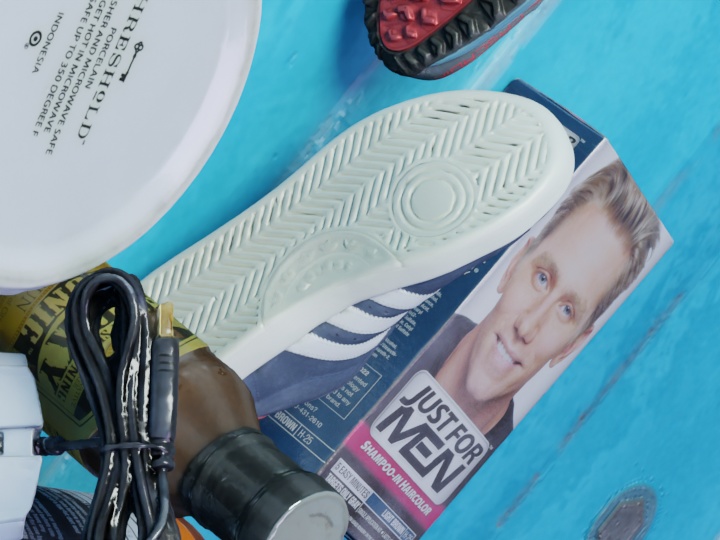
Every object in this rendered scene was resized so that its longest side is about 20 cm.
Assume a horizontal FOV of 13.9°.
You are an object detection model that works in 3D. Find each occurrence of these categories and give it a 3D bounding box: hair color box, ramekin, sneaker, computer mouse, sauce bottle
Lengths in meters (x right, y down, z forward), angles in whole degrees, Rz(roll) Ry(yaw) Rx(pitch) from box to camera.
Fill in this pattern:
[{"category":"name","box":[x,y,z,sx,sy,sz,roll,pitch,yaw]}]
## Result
[{"category":"hair color box","box":[0.041,0.025,1.302,0.200,0.060,0.100,-50,144,-6]},{"category":"ramekin","box":[-0.120,-0.084,0.991,0.202,0.094,0.203,-31,137,-34]},{"category":"sneaker","box":[0.000,0.000,1.189,0.199,0.075,0.085,-27,150,9]},{"category":"computer mouse","box":[-0.143,0.065,1.034,0.044,0.199,0.110,13,71,-49]},{"category":"sneaker","box":[0.086,-0.146,1.195,0.200,0.079,0.096,-49,146,-5]},{"category":"sauce bottle","box":[-0.081,0.045,1.066,0.065,0.200,0.065,-28,136,-32]}]

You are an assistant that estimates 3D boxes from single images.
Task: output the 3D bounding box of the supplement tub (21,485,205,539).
[{"category":"supplement tub","box":[-0.124,0.140,1.175,0.199,0.107,0.107,16,107,-52]}]
